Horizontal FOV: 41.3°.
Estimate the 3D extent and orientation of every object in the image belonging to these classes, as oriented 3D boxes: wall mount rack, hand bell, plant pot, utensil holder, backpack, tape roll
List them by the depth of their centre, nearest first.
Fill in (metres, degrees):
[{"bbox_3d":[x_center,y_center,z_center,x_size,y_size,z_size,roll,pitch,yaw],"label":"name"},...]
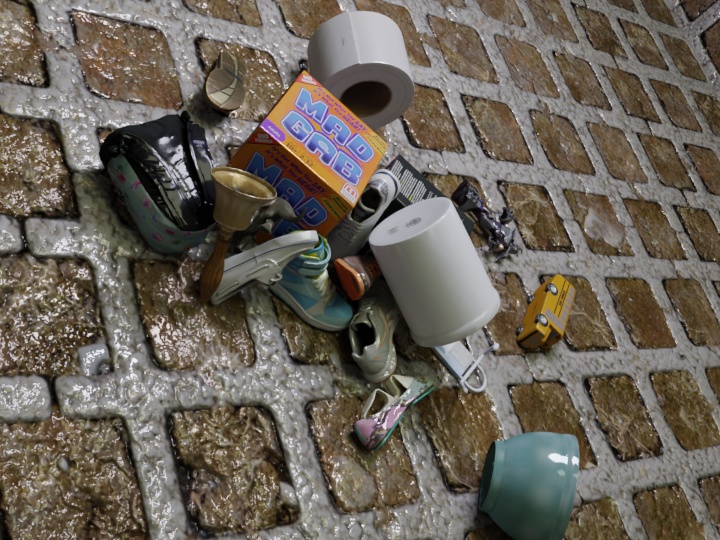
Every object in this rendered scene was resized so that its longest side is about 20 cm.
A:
[{"bbox_3d":[-0.208,-0.044,1.446,0.103,0.201,0.104,20,21,-8],"label":"hand bell"},{"bbox_3d":[-0.299,-0.131,1.495,0.166,0.127,0.201,-27,82,-35],"label":"backpack"},{"bbox_3d":[0.275,0.360,1.611,0.133,0.201,0.201,14,46,2],"label":"plant pot"},{"bbox_3d":[0.125,0.000,1.630,0.201,0.169,0.170,64,37,-20],"label":"utensil holder"},{"bbox_3d":[0.168,0.145,1.745,0.200,0.075,0.174,48,42,0],"label":"wall mount rack"},{"bbox_3d":[-0.001,-0.393,1.903,0.201,0.202,0.140,13,53,-35],"label":"tape roll"}]

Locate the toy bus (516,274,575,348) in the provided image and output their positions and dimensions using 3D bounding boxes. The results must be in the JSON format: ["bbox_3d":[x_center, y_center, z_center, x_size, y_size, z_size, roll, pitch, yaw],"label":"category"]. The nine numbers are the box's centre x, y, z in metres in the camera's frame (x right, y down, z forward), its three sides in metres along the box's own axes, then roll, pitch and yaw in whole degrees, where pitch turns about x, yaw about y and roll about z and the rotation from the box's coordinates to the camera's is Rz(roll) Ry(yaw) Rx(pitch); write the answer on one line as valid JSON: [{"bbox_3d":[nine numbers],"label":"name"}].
[{"bbox_3d":[0.388,0.092,1.990,0.078,0.065,0.200,43,41,-10],"label":"toy bus"}]

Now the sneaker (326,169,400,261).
[{"bbox_3d":[-0.009,-0.088,1.666,0.076,0.201,0.081,33,29,1],"label":"sneaker"}]

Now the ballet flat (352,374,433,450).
[{"bbox_3d":[0.053,0.220,1.595,0.071,0.069,0.200,49,45,2],"label":"ballet flat"}]

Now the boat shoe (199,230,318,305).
[{"bbox_3d":[-0.152,-0.003,1.504,0.074,0.198,0.066,12,57,-78],"label":"boat shoe"}]

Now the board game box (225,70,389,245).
[{"bbox_3d":[-0.109,-0.171,1.639,0.199,0.200,0.201,40,42,-10],"label":"board game box"}]

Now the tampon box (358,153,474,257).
[{"bbox_3d":[0.083,-0.081,1.775,0.200,0.150,0.127,42,37,-9],"label":"tampon box"}]

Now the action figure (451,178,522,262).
[{"bbox_3d":[0.278,-0.103,2.037,0.200,0.069,0.130,45,31,-12],"label":"action figure"}]

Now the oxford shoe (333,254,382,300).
[{"bbox_3d":[0.000,0.000,1.619,0.200,0.072,0.072,-133,-158,-78],"label":"oxford shoe"}]

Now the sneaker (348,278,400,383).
[{"bbox_3d":[0.019,0.085,1.634,0.092,0.075,0.201,48,31,-46],"label":"sneaker"}]

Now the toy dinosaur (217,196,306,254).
[{"bbox_3d":[-0.163,-0.085,1.521,0.077,0.199,0.103,47,40,-16],"label":"toy dinosaur"}]

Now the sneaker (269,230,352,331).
[{"bbox_3d":[-0.069,0.014,1.588,0.199,0.130,0.080,36,42,-17],"label":"sneaker"}]

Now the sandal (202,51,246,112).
[{"bbox_3d":[-0.253,-0.338,1.755,0.080,0.054,0.201,37,27,-23],"label":"sandal"}]
